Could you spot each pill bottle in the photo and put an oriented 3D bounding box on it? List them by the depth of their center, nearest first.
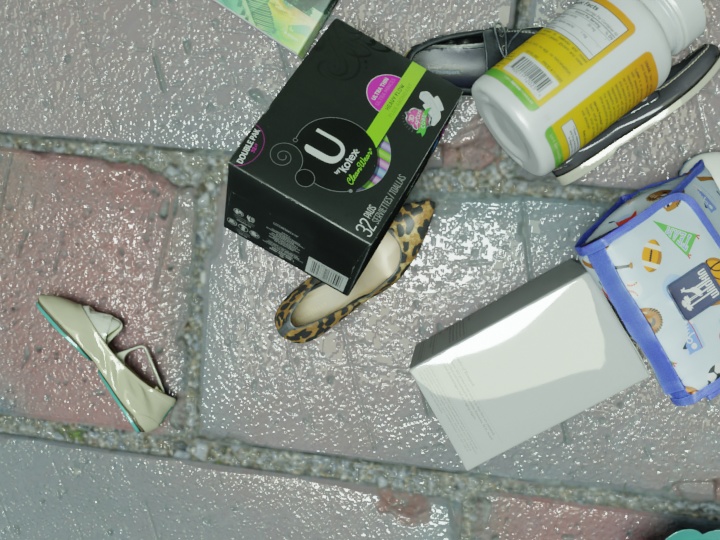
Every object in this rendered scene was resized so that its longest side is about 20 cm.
[{"bbox_3d":[0.214,-0.190,0.726,0.200,0.111,0.111,-38,91,1],"label":"pill bottle"}]

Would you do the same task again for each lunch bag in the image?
[{"bbox_3d":[0.294,0.010,0.721,0.124,0.200,0.170,-31,90,44],"label":"lunch bag"}]

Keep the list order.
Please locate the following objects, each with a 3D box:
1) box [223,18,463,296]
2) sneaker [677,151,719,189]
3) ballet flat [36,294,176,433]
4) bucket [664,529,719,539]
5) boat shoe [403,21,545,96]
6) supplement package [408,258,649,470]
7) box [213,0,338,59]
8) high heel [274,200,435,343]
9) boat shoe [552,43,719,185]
[{"bbox_3d":[-0.018,-0.108,0.751,0.148,0.124,0.200,29,64,2],"label":"box"},{"bbox_3d":[0.417,-0.064,0.774,0.200,0.072,0.072,26,101,5],"label":"sneaker"},{"bbox_3d":[-0.284,0.093,0.888,0.069,0.069,0.200,-37,93,10],"label":"ballet flat"},{"bbox_3d":[0.340,0.374,0.760,0.206,0.135,0.208,-6,52,7],"label":"bucket"},{"bbox_3d":[0.138,-0.213,0.796,0.199,0.062,0.075,-2,95,6],"label":"boat shoe"},{"bbox_3d":[0.167,0.092,0.797,0.200,0.121,0.120,-30,92,10],"label":"supplement package"},{"bbox_3d":[-0.070,-0.348,0.818,0.144,0.036,0.200,33,100,3],"label":"box"},{"bbox_3d":[0.000,0.000,0.795,0.200,0.143,0.071,-41,90,10],"label":"high heel"},{"bbox_3d":[0.268,-0.168,0.780,0.200,0.073,0.063,-38,94,14],"label":"boat shoe"}]
